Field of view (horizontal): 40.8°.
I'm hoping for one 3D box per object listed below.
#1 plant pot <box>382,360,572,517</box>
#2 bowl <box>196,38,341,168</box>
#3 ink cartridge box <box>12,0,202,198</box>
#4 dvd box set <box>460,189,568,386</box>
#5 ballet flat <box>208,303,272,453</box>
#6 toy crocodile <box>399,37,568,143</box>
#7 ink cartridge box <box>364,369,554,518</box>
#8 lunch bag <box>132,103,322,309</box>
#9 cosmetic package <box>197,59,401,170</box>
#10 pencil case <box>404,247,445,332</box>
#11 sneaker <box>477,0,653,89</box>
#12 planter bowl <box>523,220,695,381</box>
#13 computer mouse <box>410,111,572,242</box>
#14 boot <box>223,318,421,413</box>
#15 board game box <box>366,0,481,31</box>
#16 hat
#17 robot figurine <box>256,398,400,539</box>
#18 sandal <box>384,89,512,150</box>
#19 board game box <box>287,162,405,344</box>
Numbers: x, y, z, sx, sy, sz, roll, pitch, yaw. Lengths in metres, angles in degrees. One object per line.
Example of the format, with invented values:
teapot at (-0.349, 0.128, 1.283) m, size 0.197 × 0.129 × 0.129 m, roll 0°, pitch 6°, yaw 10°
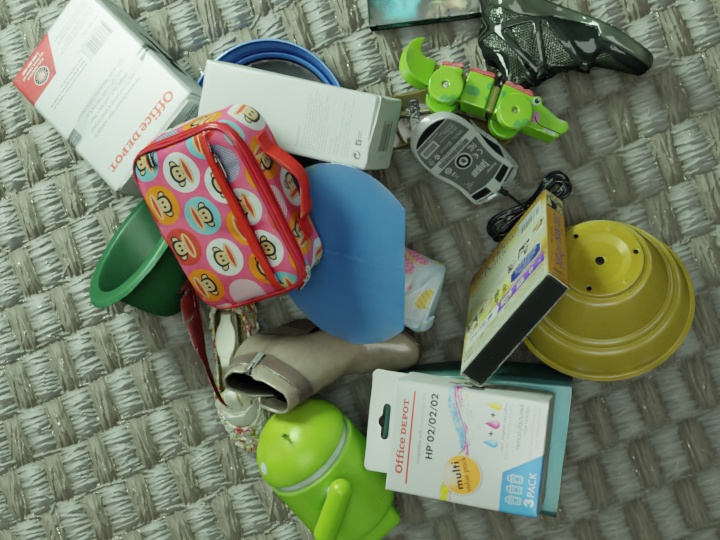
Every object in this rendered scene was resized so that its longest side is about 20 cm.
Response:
plant pot at (0.129, 0.171, 1.084) m, size 0.196 × 0.141 × 0.144 m, roll 8°, pitch 93°, yaw 11°
bowl at (-0.107, -0.168, 1.146) m, size 0.197 × 0.039 × 0.204 m, roll 0°, pitch 92°, yaw 7°
ink cartridge box at (-0.281, -0.202, 1.121) m, size 0.200 × 0.084 × 0.145 m, roll 44°, pitch 101°, yaw 16°
dvd box set at (0.162, 0.014, 1.021) m, size 0.029 × 0.201 × 0.147 m, roll 33°, pitch 117°, yaw -8°
ballet flat at (-0.150, 0.122, 1.150) m, size 0.074 × 0.064 × 0.204 m, roll -9°, pitch 91°, yaw 12°
toy crocodile at (0.133, -0.190, 1.053) m, size 0.197 × 0.068 × 0.063 m, roll 22°, pitch 86°, yaw 4°
ink cartridge box at (0.093, 0.172, 0.992) m, size 0.197 × 0.068 × 0.117 m, roll 6°, pitch 93°, yaw 17°
lunch bag at (-0.127, -0.067, 1.013) m, size 0.174 × 0.082 × 0.202 m, roll -14°, pitch 113°, yaw 31°
cosmetic package at (-0.065, -0.168, 1.051) m, size 0.197 × 0.113 × 0.083 m, roll 15°, pitch 101°, yaw 12°
pencil case at (0.000, 0.000, 1.113) m, size 0.197 × 0.091 × 0.084 m, roll 20°, pitch 132°, yaw 4°
sneaker at (0.222, -0.235, 1.089) m, size 0.197 × 0.076 × 0.116 m, roll 21°, pitch 96°, yaw 9°
planter bowl at (0.257, 0.009, 1.038) m, size 0.197 × 0.084 × 0.203 m, roll -7°, pitch 55°, yaw 10°
computer mouse at (0.136, -0.115, 1.078) m, size 0.199 × 0.044 × 0.110 m, roll 36°, pitch 115°, yaw -27°
boot at (-0.048, 0.109, 1.079) m, size 0.197 × 0.146 × 0.071 m, roll 5°, pitch 117°, yaw 28°
board game box at (0.067, -0.389, 1.123) m, size 0.133 × 0.028 × 0.204 m, roll -5°, pitch 91°, yaw 8°
hat at (-0.208, 0.025, 1.153) m, size 0.176 × 0.165 × 0.202 m, roll 39°, pitch 68°, yaw -30°
robot figurine at (-0.038, 0.228, 1.094) m, size 0.115 × 0.176 × 0.201 m, roll -37°, pitch 116°, yaw 0°
sandal at (0.078, -0.170, 1.116) m, size 0.196 × 0.054 × 0.082 m, roll -5°, pitch 88°, yaw 1°
board game box at (-0.010, -0.022, 1.041) m, size 0.156 × 0.039 × 0.203 m, roll 15°, pitch 118°, yaw 30°
